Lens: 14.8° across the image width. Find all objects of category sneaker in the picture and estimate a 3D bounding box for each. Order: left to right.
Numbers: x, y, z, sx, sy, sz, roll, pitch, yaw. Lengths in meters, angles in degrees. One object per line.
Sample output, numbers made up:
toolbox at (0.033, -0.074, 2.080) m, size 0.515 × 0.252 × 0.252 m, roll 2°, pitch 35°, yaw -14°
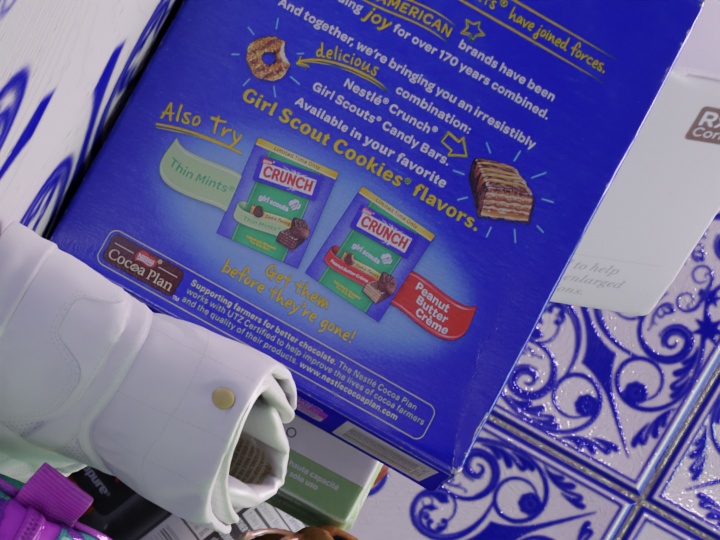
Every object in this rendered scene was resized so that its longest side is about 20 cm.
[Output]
sneaker at (-0.083, 0.056, 0.925) m, size 0.074 × 0.115 × 0.200 m, roll -63°, pitch -179°, yaw -16°

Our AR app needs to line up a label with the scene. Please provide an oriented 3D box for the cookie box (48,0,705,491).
cookie box at (0.006, -0.048, 1.020) m, size 0.200 × 0.171 × 0.075 m, roll -61°, pitch -178°, yaw -10°

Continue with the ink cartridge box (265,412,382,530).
ink cartridge box at (-0.024, -0.016, 1.086) m, size 0.200 × 0.145 × 0.048 m, roll -61°, pitch 177°, yaw -16°

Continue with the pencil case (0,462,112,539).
pencil case at (-0.153, 0.153, 0.864) m, size 0.200 × 0.085 × 0.092 m, roll -62°, pitch -170°, yaw -22°

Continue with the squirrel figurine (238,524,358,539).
squirrel figurine at (-0.061, 0.186, 1.023) m, size 0.200 × 0.141 × 0.187 m, roll -60°, pitch -174°, yaw 36°

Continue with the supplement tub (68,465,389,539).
supplement tub at (-0.060, 0.074, 1.141) m, size 0.200 × 0.107 × 0.107 m, roll -38°, pitch 177°, yaw -6°

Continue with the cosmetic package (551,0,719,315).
cosmetic package at (0.081, -0.112, 1.329) m, size 0.165 × 0.164 × 0.200 m, roll 119°, pitch -28°, yaw -44°
